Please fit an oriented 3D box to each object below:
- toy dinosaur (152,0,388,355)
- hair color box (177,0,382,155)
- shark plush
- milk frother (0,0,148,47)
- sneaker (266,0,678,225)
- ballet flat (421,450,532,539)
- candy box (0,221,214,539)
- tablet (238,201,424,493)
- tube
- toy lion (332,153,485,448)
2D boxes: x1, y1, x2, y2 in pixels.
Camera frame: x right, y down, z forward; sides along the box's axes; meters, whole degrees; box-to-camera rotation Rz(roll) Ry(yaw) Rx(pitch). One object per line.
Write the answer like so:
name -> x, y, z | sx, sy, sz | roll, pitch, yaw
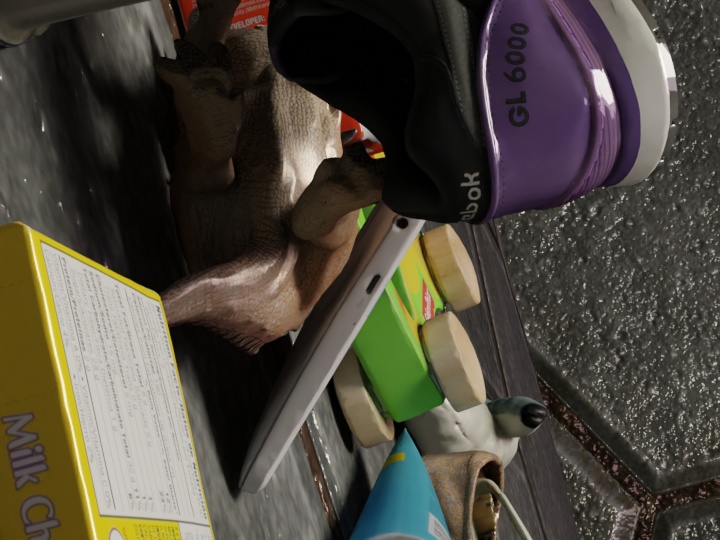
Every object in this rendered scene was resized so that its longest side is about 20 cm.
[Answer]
toy dinosaur -> -0.031, -0.026, 0.613 | 0.136, 0.086, 0.200 | 112, -8, -46
hair color box -> -0.045, -0.141, 0.794 | 0.111, 0.064, 0.200 | -18, 92, -82
shark plush -> 0.059, 0.084, 1.124 | 0.083, 0.091, 0.200 | 45, 8, 10
milk frother -> -0.017, -0.174, 0.506 | 0.200, 0.188, 0.181 | -74, 153, -72
sneaker -> 0.004, -0.098, 0.548 | 0.200, 0.087, 0.076 | 57, -26, 30
ballet flat -> 0.063, 0.170, 0.937 | 0.068, 0.067, 0.200 | 65, 12, -52
candy box -> -0.047, 0.095, 0.416 | 0.102, 0.026, 0.200 | 54, 22, -77
tablet -> 0.000, 0.000, 0.697 | 0.014, 0.130, 0.200 | 31, 12, -3
tube -> 0.019, 0.119, 0.810 | 0.200, 0.050, 0.078 | -35, 127, -86
toy lion -> -0.005, -0.038, 0.927 | 0.200, 0.069, 0.192 | -86, 152, -69
